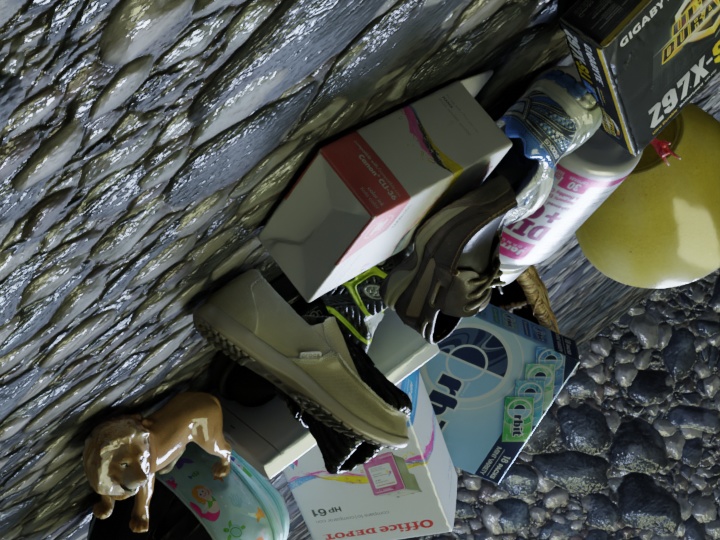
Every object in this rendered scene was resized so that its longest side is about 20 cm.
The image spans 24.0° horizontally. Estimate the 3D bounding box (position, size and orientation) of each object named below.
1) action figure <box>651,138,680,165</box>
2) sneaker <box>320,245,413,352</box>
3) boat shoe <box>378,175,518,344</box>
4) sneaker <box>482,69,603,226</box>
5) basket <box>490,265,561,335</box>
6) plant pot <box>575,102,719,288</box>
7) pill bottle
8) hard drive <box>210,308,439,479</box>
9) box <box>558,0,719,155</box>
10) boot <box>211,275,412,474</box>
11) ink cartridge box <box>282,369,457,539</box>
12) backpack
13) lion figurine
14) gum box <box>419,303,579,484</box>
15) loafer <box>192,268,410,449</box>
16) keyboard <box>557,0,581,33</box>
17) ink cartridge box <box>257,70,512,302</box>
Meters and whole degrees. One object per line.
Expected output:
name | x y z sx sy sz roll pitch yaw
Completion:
action figure | 0.208 -0.100 1.559 0.065 0.099 0.200 -30 172 -47
sneaker | 0.000 0.000 1.462 0.200 0.075 0.077 119 -6 -57
boat shoe | 0.080 -0.005 1.290 0.074 0.073 0.200 -33 169 -26
sneaker | 0.112 -0.082 1.338 0.085 0.077 0.200 -41 170 -28
basket | 0.103 0.082 1.742 0.200 0.143 0.149 -20 175 10
plant pot | 0.296 -0.102 1.732 0.200 0.200 0.142 -39 143 -1
pill bottle | 0.148 -0.075 1.474 0.113 0.113 0.200 -30 166 -39
hard drive | -0.042 0.101 1.572 0.200 0.132 0.027 -35 126 -19
box | 0.246 -0.203 1.274 0.200 0.049 0.160 -45 151 -7
boot | -0.046 0.109 1.461 0.079 0.158 0.211 -33 168 -26
ink cartridge box | 0.001 0.173 1.657 0.144 0.200 0.085 -11 -141 14
backpack | -0.159 0.246 1.603 0.150 0.178 0.200 -35 159 -36
lion figurine | -0.171 0.147 1.453 0.200 0.072 0.123 -41 147 -54
gum box | 0.090 0.107 1.695 0.170 0.200 0.045 -60 -165 26
loafer | -0.034 0.069 1.307 0.068 0.200 0.076 -57 -161 -12
keyboard | 0.212 -0.241 1.275 0.200 0.040 0.104 -33 144 -25
ink cartridge box | 0.032 -0.066 1.254 0.200 0.068 0.117 -30 166 -41
